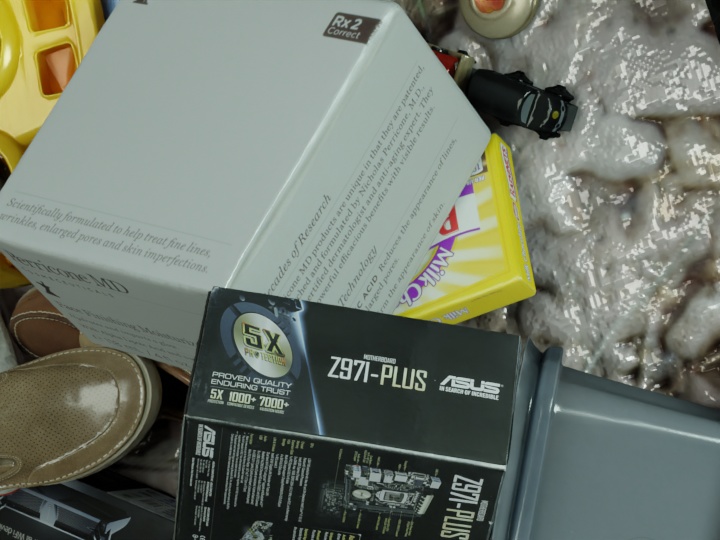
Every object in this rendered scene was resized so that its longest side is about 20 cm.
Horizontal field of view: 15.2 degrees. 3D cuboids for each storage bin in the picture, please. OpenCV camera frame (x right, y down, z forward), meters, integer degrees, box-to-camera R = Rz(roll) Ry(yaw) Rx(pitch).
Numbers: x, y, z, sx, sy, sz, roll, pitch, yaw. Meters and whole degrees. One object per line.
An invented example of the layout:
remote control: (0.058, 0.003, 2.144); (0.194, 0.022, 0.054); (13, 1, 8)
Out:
storage bin: (0.136, 0.148, 1.447); (0.134, 0.146, 0.201); (11, 95, 4)

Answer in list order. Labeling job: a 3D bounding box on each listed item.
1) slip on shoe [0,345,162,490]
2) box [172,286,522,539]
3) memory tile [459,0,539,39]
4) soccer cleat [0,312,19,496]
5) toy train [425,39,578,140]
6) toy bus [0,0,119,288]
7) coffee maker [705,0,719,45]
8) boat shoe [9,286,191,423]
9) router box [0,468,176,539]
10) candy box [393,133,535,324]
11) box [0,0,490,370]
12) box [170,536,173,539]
slip on shoe: (-0.214, 0.092, 1.592); (0.200, 0.061, 0.076); (-13, 79, 19)
box: (-0.012, 0.111, 1.407); (0.163, 0.200, 0.086); (9, 51, 0)
memory tile: (0.097, -0.245, 1.538); (0.200, 0.017, 0.153); (-46, 66, 23)
soccer cleat: (-0.248, 0.051, 1.675); (0.068, 0.085, 0.200); (-17, 52, -4)
toy train: (0.034, -0.117, 1.557); (0.200, 0.046, 0.034); (22, 100, 31)
toy bus: (-0.170, -0.103, 1.650); (0.192, 0.136, 0.201); (-12, 84, 15)
coffee maker: (0.229, -0.138, 1.351); (0.134, 0.192, 0.200); (-21, 79, 13)
boat shoe: (-0.137, 0.053, 1.630); (0.200, 0.076, 0.072); (9, 49, 33)
router box: (-0.191, 0.199, 1.685); (0.200, 0.052, 0.158); (20, 99, 31)
candy box: (0.000, 0.000, 1.547); (0.200, 0.026, 0.102); (-21, 58, 18)
box: (-0.069, -0.051, 1.513); (0.199, 0.131, 0.200); (14, 65, 39)
box: (-0.062, 0.154, 1.573); (0.035, 0.110, 0.200); (41, 109, 26)
